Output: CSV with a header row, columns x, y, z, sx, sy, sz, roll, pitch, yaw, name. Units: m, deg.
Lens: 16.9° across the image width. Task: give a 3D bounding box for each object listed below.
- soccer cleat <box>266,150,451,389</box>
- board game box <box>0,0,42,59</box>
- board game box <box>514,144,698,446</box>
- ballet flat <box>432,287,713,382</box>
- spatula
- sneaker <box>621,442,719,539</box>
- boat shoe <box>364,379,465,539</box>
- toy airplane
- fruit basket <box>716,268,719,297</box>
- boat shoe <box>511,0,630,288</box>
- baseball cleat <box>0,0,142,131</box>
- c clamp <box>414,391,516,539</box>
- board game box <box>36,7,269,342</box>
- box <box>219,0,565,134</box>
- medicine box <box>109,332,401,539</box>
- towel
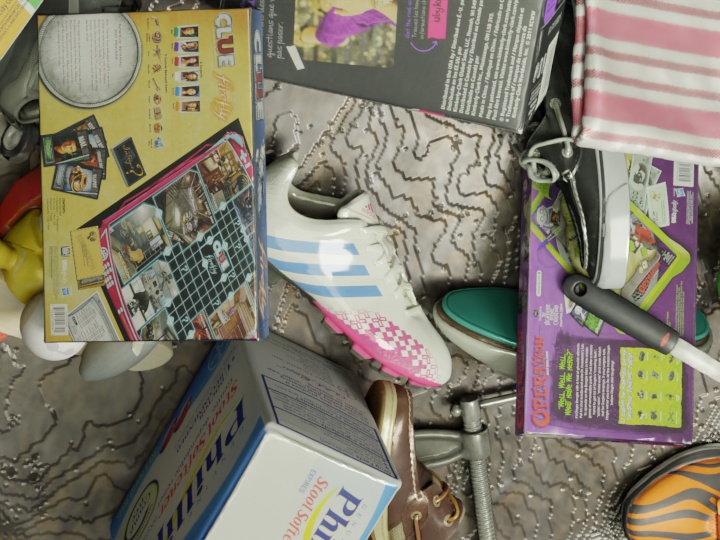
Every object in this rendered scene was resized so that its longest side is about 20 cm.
x,y,z,sx,sy,sz,roll,pitch,yaw,name
0.000,0.000,1.627,0.200,0.070,0.086,38,102,-18,soccer cleat
-0.191,-0.217,1.454,0.040,0.200,0.153,34,100,-17,board game box
0.167,0.016,1.637,0.120,0.032,0.200,6,80,-15,board game box
0.145,0.056,1.679,0.200,0.069,0.070,3,108,-11,ballet flat
0.222,0.057,1.614,0.200,0.021,0.057,31,92,-3,spatula
0.290,0.173,1.711,0.200,0.112,0.078,-10,110,-6,sneaker
0.036,0.163,1.670,0.072,0.072,0.200,-4,115,-8,boat shoe
-0.222,0.017,1.559,0.200,0.141,0.199,-19,131,-17,toy airplane
0.344,0.044,1.626,0.215,0.156,0.216,-5,150,-3,fruit basket
0.136,-0.085,1.597,0.068,0.074,0.200,-6,89,-3,boat shoe
-0.153,-0.166,1.530,0.200,0.107,0.070,-42,151,14,baseball cleat
0.065,0.181,1.722,0.171,0.027,0.200,-5,110,-6,c clamp
-0.126,-0.057,1.470,0.135,0.035,0.200,0,92,9,board game box
0.022,-0.166,1.517,0.200,0.122,0.106,13,107,9,box
-0.075,0.157,1.600,0.103,0.200,0.182,27,102,-17,medicine box
0.206,-0.171,1.573,0.146,0.030,0.200,4,87,-27,towel
